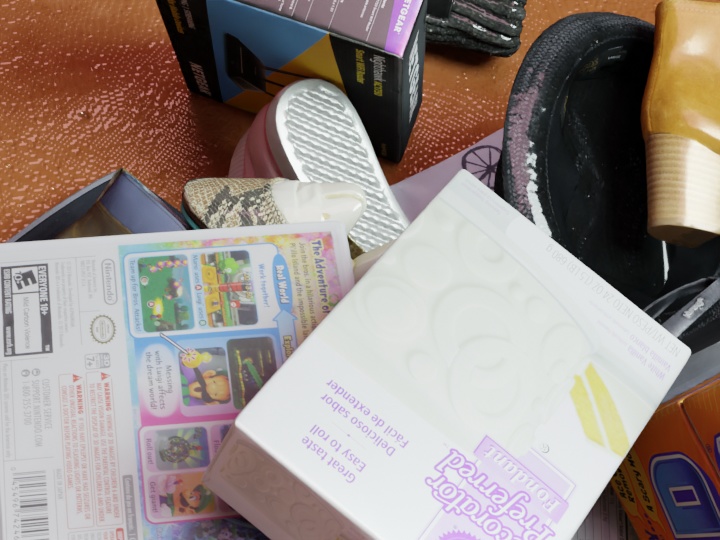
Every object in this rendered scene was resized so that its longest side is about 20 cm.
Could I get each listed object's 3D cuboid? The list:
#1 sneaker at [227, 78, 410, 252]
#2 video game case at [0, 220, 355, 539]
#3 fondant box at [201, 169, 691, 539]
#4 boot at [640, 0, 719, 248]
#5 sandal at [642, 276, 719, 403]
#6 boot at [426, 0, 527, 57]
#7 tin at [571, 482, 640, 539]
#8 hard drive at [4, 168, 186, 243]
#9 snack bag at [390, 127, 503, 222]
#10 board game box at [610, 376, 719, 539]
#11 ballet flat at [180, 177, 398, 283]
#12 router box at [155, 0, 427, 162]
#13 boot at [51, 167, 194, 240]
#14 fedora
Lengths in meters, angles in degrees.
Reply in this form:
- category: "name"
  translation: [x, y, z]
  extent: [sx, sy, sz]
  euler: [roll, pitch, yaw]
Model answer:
- category: "sneaker"
  translation: [-0.019, -0.005, 0.989]
  extent: [0.075, 0.104, 0.202]
  euler: [-20, 89, -30]
- category: "video game case"
  translation: [-0.082, 0.069, 0.789]
  extent: [0.180, 0.024, 0.201]
  euler: [-4, 57, -10]
- category: "fondant box"
  translation: [0.045, 0.065, 0.769]
  extent: [0.144, 0.058, 0.200]
  euler: [38, 51, 5]
- category: "boot"
  translation: [0.249, -0.072, 0.947]
  extent: [0.200, 0.071, 0.145]
  euler: [14, 75, -19]
- category: "sandal"
  translation: [0.153, 0.043, 0.879]
  extent: [0.199, 0.076, 0.043]
  euler: [-28, 91, -10]
- category: "boot"
  translation: [0.040, -0.237, 1.152]
  extent: [0.156, 0.080, 0.213]
  euler: [3, 64, 1]
- category: "tin"
  translation: [0.125, 0.133, 0.925]
  extent: [0.198, 0.042, 0.113]
  euler: [7, 57, -4]
- category: "hard drive"
  translation: [-0.160, 0.031, 0.948]
  extent: [0.134, 0.042, 0.200]
  euler: [35, 56, 16]
- category: "snack bag"
  translation: [0.135, -0.019, 1.047]
  extent: [0.199, 0.021, 0.189]
  euler: [-28, 62, -27]
- category: "board game box"
  translation: [0.276, 0.114, 0.826]
  extent: [0.199, 0.200, 0.201]
  euler: [-23, 81, -25]
- category: "ballet flat"
  translation: [0.000, 0.000, 0.897]
  extent: [0.200, 0.075, 0.068]
  euler: [41, 24, -13]
- category: "router box"
  translation: [-0.037, -0.134, 0.991]
  extent: [0.148, 0.200, 0.051]
  euler: [19, 79, 6]
- category: "boot"
  translation: [-0.091, 0.027, 0.853]
  extent: [0.199, 0.075, 0.097]
  euler: [33, 87, 29]
- category: "fedora"
  translation: [0.137, -0.043, 0.978]
  extent: [0.199, 0.091, 0.202]
  euler: [8, 74, -28]
